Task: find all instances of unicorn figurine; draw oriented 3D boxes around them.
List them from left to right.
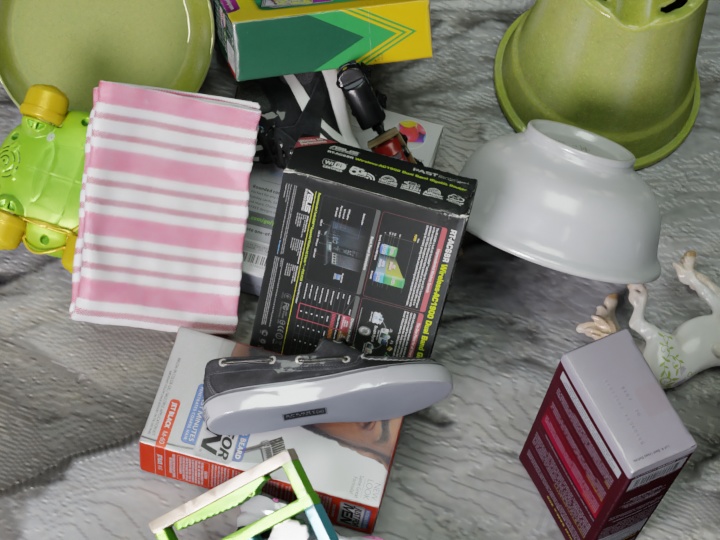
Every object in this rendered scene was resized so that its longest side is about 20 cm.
[{"bbox_3d":[0.298,0.052,1.490,0.200,0.074,0.138,-28,67,-1],"label":"unicorn figurine"}]

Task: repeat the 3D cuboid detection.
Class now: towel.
[{"bbox_3d":[-0.159,-0.049,1.425,0.146,0.030,0.201,6,91,-25],"label":"towel"}]

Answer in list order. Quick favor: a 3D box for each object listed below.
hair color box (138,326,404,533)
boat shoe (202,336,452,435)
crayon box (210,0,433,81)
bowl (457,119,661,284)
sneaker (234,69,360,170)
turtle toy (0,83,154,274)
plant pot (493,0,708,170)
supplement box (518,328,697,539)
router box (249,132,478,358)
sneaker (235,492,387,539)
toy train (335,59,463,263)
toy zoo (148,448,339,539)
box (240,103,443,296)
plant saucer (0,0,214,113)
[{"bbox_3d":[-0.070,0.130,1.411,0.199,0.064,0.111,15,61,2],"label":"hair color box"},{"bbox_3d":[-0.029,0.084,1.372,0.199,0.070,0.066,-9,62,-3],"label":"boat shoe"},{"bbox_3d":[-0.042,-0.230,1.549,0.172,0.058,0.200,-7,23,-10],"label":"crayon box"},{"bbox_3d":[0.174,-0.069,1.462,0.200,0.091,0.201,17,17,-5],"label":"bowl"},{"bbox_3d":[-0.057,-0.092,1.487,0.111,0.073,0.200,-11,55,-7],"label":"sneaker"},{"bbox_3d":[-0.226,-0.064,1.479,0.199,0.101,0.146,19,85,2],"label":"turtle toy"},{"bbox_3d":[0.231,-0.220,1.559,0.200,0.184,0.201,2,62,-4],"label":"plant pot"},{"bbox_3d":[0.188,0.142,1.349,0.061,0.200,0.109,-20,65,-17],"label":"supplement box"},{"bbox_3d":[0.000,0.000,1.405,0.149,0.200,0.062,16,36,3],"label":"router box"},{"bbox_3d":[-0.015,0.250,1.355,0.199,0.080,0.087,19,73,14],"label":"sneaker"},{"bbox_3d":[0.034,-0.088,1.472,0.034,0.046,0.200,-27,104,9],"label":"toy train"},{"bbox_3d":[-0.064,0.254,1.315,0.131,0.020,0.200,-28,81,14],"label":"toy zoo"},{"bbox_3d":[-0.025,-0.059,1.530,0.155,0.041,0.201,15,62,2],"label":"box"},{"bbox_3d":[-0.231,-0.214,1.543,0.199,0.031,0.201,-4,106,-13],"label":"plant saucer"}]
